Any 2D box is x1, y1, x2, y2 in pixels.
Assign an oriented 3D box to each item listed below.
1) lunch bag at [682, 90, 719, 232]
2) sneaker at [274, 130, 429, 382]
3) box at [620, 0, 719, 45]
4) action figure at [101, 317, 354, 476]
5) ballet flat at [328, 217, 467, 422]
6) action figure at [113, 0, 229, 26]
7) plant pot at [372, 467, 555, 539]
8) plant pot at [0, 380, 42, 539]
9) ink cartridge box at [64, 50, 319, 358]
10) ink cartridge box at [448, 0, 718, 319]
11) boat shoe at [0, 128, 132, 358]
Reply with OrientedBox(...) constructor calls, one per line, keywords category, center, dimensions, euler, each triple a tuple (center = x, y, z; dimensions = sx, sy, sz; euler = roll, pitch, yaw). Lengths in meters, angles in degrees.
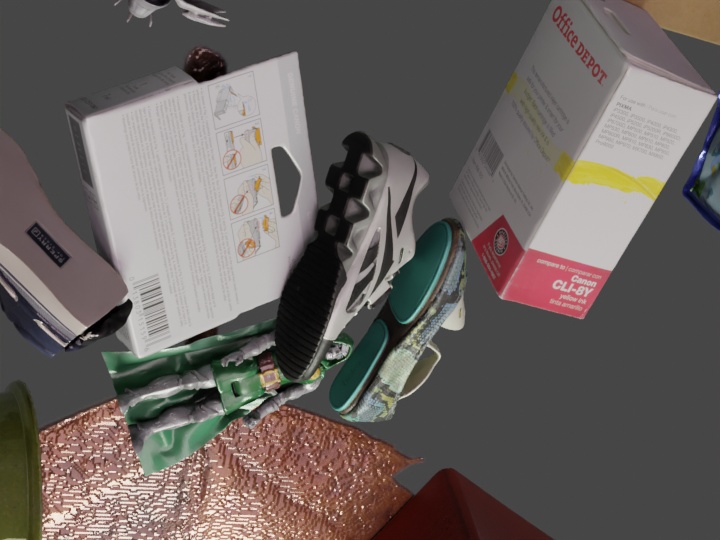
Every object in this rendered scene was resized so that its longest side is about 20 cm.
OrientedBox(category="lunch bag", center=(0.380, -0.057, 1.052), dimensions=(0.167, 0.201, 0.129), euler=(7, 117, -18))
OrientedBox(category="sneaker", center=(0.000, 0.000, 1.043), dimensions=(0.088, 0.074, 0.202), euler=(16, 102, -37))
OrientedBox(category="box", center=(0.272, -0.259, 1.016), dimensions=(0.197, 0.021, 0.165), euler=(11, 114, -21))
OrientedBox(category="action figure", center=(-0.098, 0.089, 1.087), dimensions=(0.197, 0.055, 0.120), euler=(-20, 118, -9))
OrientedBox(category="ballet flat", center=(0.046, 0.045, 1.095), dimensions=(0.073, 0.075, 0.201), euler=(21, 120, -24))
OrientedBox(category="action figure", center=(-0.109, -0.251, 0.893), dimensions=(0.129, 0.070, 0.201), euler=(20, 115, -31))
OrientedBox(category="plant pot", center=(0.100, 0.342, 1.204), dimensions=(0.199, 0.177, 0.200), euler=(36, 104, -29))
OrientedBox(category="plant pot", center=(-0.342, 0.183, 0.962), dimensions=(0.187, 0.200, 0.203), euler=(2, 118, -25))
OrientedBox(category="ink cartridge box", center=(-0.118, -0.056, 1.009), dimensions=(0.172, 0.043, 0.203), euler=(-23, 123, -26))
OrientedBox(category="ink cartridge box", center=(0.159, -0.091, 0.992), dimensions=(0.082, 0.146, 0.202), euler=(14, 120, -22))
OrientedBox(category="boat shoe", center=(-0.259, -0.020, 0.972), dimensions=(0.201, 0.075, 0.092), euler=(52, 140, -6))
